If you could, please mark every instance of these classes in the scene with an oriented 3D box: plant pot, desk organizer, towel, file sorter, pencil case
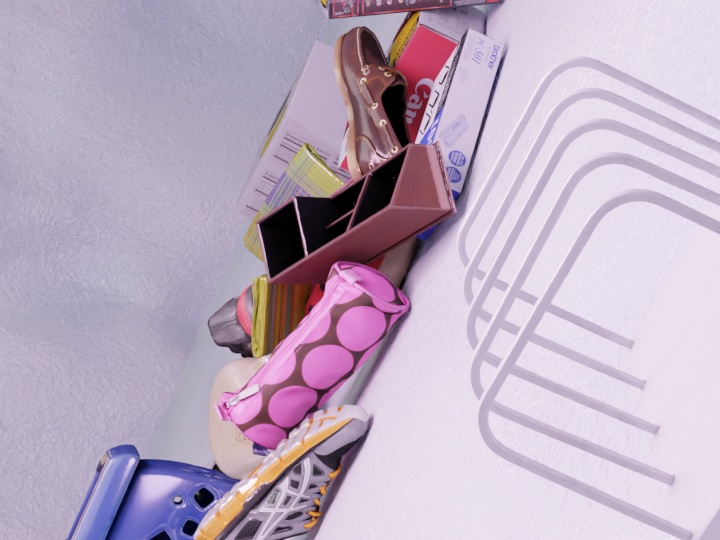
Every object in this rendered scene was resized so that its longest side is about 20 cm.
[{"bbox_3d":[-0.246,0.312,1.891,0.200,0.180,0.200,166,127,-80],"label":"plant pot"},{"bbox_3d":[-0.008,-0.051,1.500,0.200,0.077,0.072,-31,66,46],"label":"desk organizer"},{"bbox_3d":[-0.056,0.030,1.670,0.200,0.018,0.086,-20,-61,-60],"label":"towel"},{"bbox_3d":[0.123,0.005,0.717,0.200,0.124,0.139,-88,23,-67],"label":"file sorter"},{"bbox_3d":[-0.052,-0.044,1.854,0.023,0.144,0.200,-44,-9,-42],"label":"towel"},{"bbox_3d":[-0.047,0.079,1.509,0.200,0.094,0.091,-50,42,12],"label":"pencil case"}]

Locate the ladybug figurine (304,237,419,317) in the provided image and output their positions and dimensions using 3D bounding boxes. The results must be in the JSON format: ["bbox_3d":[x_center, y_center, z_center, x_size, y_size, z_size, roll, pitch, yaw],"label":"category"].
[{"bbox_3d":[0.000,0.000,1.629,0.200,0.072,0.136,-65,9,6],"label":"ladybug figurine"}]

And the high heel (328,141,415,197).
[{"bbox_3d":[-0.009,-0.067,1.723,0.200,0.067,0.096,-31,6,34],"label":"high heel"}]

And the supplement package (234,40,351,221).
[{"bbox_3d":[-0.044,-0.152,2.043,0.200,0.151,0.152,-55,13,48],"label":"supplement package"}]

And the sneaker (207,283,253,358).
[{"bbox_3d":[-0.093,0.054,1.734,0.098,0.071,0.200,-25,-12,27],"label":"sneaker"}]

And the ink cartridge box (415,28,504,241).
[{"bbox_3d":[0.086,-0.135,1.579,0.094,0.044,0.200,124,167,-55],"label":"ink cartridge box"}]

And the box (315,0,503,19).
[{"bbox_3d":[0.042,-0.326,1.764,0.137,0.200,0.040,-120,26,-56],"label":"box"}]

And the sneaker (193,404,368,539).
[{"bbox_3d":[-0.060,0.199,1.461,0.200,0.077,0.078,-44,2,15],"label":"sneaker"}]

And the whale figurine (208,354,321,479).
[{"bbox_3d":[-0.080,0.160,1.655,0.200,0.104,0.159,6,94,59],"label":"whale figurine"}]

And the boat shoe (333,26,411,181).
[{"bbox_3d":[0.022,-0.176,1.674,0.070,0.070,0.200,-29,57,33],"label":"boat shoe"}]

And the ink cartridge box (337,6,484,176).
[{"bbox_3d":[0.056,-0.192,1.782,0.200,0.084,0.176,-60,10,28],"label":"ink cartridge box"}]

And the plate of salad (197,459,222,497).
[{"bbox_3d":[-0.226,0.336,2.143,0.200,0.048,0.200,-61,-1,-1],"label":"plate of salad"}]
